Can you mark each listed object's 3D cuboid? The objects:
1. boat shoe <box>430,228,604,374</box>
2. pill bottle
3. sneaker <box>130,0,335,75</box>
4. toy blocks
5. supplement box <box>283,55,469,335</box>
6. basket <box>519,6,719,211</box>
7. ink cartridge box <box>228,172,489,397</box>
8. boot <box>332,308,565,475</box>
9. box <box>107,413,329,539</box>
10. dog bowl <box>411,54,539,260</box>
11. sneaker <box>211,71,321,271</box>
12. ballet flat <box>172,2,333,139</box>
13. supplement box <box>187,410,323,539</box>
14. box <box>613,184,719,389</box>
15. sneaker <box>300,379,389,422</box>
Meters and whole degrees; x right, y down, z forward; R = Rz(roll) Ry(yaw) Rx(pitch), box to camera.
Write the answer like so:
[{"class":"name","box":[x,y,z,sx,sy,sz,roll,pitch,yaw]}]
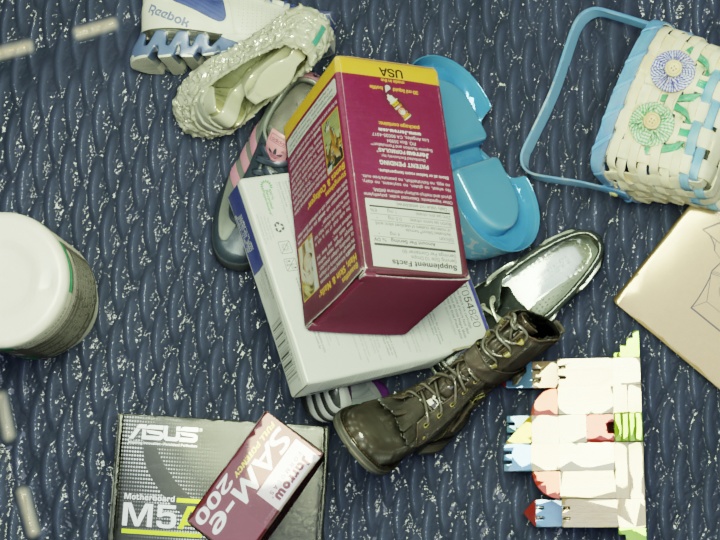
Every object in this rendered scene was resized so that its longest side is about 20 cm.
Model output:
[{"class":"boat shoe","box":[0.143,0.028,1.317,0.200,0.060,0.076,-43,85,-5]},{"class":"pill bottle","box":[-0.294,0.019,1.246,0.112,0.200,0.114,0,82,0]},{"class":"sneaker","box":[-0.124,-0.254,1.342,0.197,0.081,0.116,-3,85,1]},{"class":"toy blocks","box":[0.191,0.158,1.295,0.135,0.100,0.202,-3,82,11]},{"class":"supplement box","box":[0.010,-0.062,1.209,0.102,0.131,0.202,4,66,-25]},{"class":"basket","box":[0.261,-0.151,1.311,0.199,0.139,0.178,16,82,38]},{"class":"ink cartridge box","box":[0.000,0.000,1.278,0.198,0.041,0.201,-10,71,-29]},{"class":"boot","box":[0.080,0.093,1.227,0.174,0.199,0.069,-44,72,26]},{"class":"box","box":[-0.131,0.234,1.298,0.198,0.048,0.195,5,84,0]},{"class":"dog bowl","box":[0.090,-0.100,1.315,0.111,0.049,0.201,-20,81,-46]},{"class":"sneaker","box":[-0.087,-0.097,1.321,0.070,0.082,0.202,23,84,0]},{"class":"ballet flat","box":[-0.106,-0.170,1.286,0.199,0.072,0.072,-34,82,34]},{"class":"supplement box","box":[-0.083,0.181,1.183,0.061,0.200,0.109,35,82,3]},{"class":"box","box":[0.360,0.002,1.322,0.163,0.021,0.201,39,97,5]},{"class":"sneaker","box":[-0.024,0.046,1.325,0.087,0.074,0.202,6,65,-38]}]
